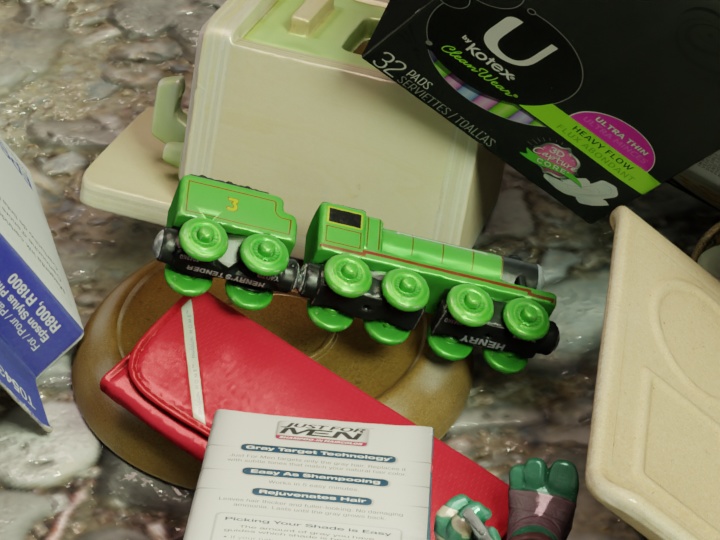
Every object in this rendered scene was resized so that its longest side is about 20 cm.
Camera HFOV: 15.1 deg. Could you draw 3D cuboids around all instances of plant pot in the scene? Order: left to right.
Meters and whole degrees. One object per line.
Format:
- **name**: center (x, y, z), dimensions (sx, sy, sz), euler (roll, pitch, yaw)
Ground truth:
- **plant pot**: center (-0.043, 0.036, 1.341), dimensions (0.200, 0.028, 0.200), euler (0, 36, 0)

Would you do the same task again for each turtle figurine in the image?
- **turtle figurine**: center (0.081, 0.154, 1.121), dimensions (0.150, 0.101, 0.200), euler (39, 28, -2)

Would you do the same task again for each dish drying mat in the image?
- **dish drying mat**: center (-0.021, 0.080, 1.254), dimensions (0.200, 0.018, 0.077), euler (32, 56, 21)

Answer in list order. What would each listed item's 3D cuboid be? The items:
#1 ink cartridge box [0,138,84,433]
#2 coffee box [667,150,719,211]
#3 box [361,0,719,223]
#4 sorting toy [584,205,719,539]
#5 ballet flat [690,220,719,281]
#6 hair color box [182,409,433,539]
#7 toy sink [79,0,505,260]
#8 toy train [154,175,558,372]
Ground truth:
- **ink cartridge box**: center (-0.207, -0.046, 1.318), dimensions (0.043, 0.196, 0.200), euler (-33, 40, 4)
- **coffee box**: center (0.209, -0.066, 1.390), dimensions (0.200, 0.114, 0.080), euler (32, 90, 35)
- **box**: center (0.124, -0.136, 1.241), dimensions (0.148, 0.200, 0.124), euler (35, 58, -15)
- **sorting toy**: center (0.168, 0.085, 1.190), dimensions (0.185, 0.036, 0.200), euler (37, 33, -21)
- **ballet flat**: center (0.162, 0.041, 1.300), dimensions (0.068, 0.067, 0.200), euler (8, 38, 12)
- **hair color box**: center (-0.022, 0.124, 1.112), dimensions (0.100, 0.061, 0.200), euler (5, 20, 1)
- **toy sink**: center (-0.027, -0.083, 1.392), dimensions (0.200, 0.112, 0.130), euler (14, 24, 10)
- **toy train**: center (0.000, 0.000, 1.295), dimensions (0.200, 0.042, 0.056), euler (14, 50, -12)
